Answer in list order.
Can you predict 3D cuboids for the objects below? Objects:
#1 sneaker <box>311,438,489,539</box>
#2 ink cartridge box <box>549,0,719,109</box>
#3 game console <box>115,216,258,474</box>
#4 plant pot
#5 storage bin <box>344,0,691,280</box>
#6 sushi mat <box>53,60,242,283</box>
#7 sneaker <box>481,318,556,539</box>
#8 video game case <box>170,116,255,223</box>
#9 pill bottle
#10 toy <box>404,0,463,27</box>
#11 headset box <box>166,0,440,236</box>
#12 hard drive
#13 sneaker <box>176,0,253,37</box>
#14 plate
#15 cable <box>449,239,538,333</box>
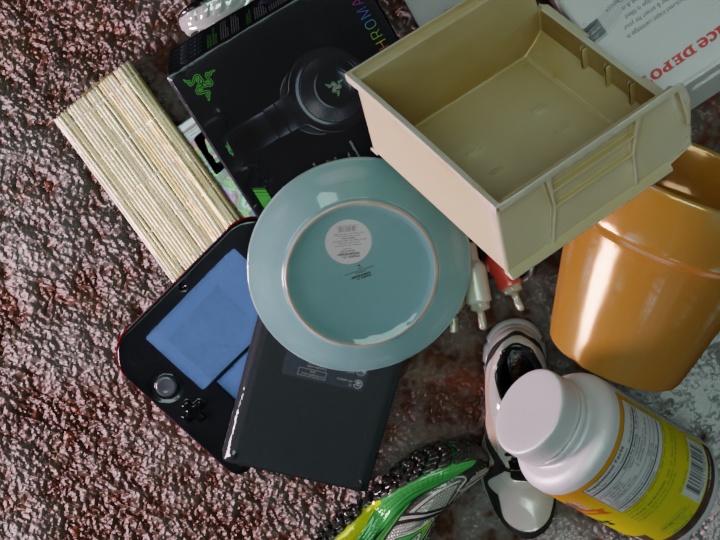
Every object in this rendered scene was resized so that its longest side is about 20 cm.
[{"bbox_3d":[0.043,0.229,1.523,0.200,0.078,0.085,-41,97,15],"label":"sneaker"},{"bbox_3d":[0.250,-0.239,1.432,0.145,0.084,0.201,-33,72,6],"label":"ink cartridge box"},{"bbox_3d":[-0.106,0.067,1.522,0.200,0.031,0.177,-44,99,9],"label":"game console"},{"bbox_3d":[0.252,-0.005,1.434,0.199,0.200,0.184,21,111,3],"label":"plant pot"},{"bbox_3d":[0.130,-0.125,1.325,0.198,0.094,0.200,-34,51,-15],"label":"storage bin"},{"bbox_3d":[-0.194,-0.089,1.535,0.096,0.012,0.200,-36,90,20],"label":"sushi mat"},{"bbox_3d":[0.141,0.147,1.500,0.073,0.080,0.201,-6,95,4],"label":"sneaker"},{"bbox_3d":[-0.063,-0.085,1.531,0.143,0.018,0.201,-34,91,6],"label":"video game case"},{"bbox_3d":[0.212,0.159,1.436,0.200,0.109,0.110,30,97,-33],"label":"pill bottle"},{"bbox_3d":[0.067,-0.298,1.464,0.115,0.047,0.201,-26,68,-2],"label":"toy"},{"bbox_3d":[-0.053,-0.154,1.446,0.199,0.093,0.175,-29,111,6],"label":"headset box"},{"bbox_3d":[-0.035,0.094,1.506,0.139,0.033,0.201,13,104,-9],"label":"hard drive"},{"bbox_3d":[-0.063,-0.244,1.500,0.199,0.074,0.080,-25,106,9],"label":"sneaker"},{"bbox_3d":[0.000,0.000,1.445,0.199,0.026,0.201,-2,111,-5],"label":"plate"},{"bbox_3d":[0.097,-0.048,1.503,0.097,0.050,0.201,-18,92,8],"label":"cable"}]
